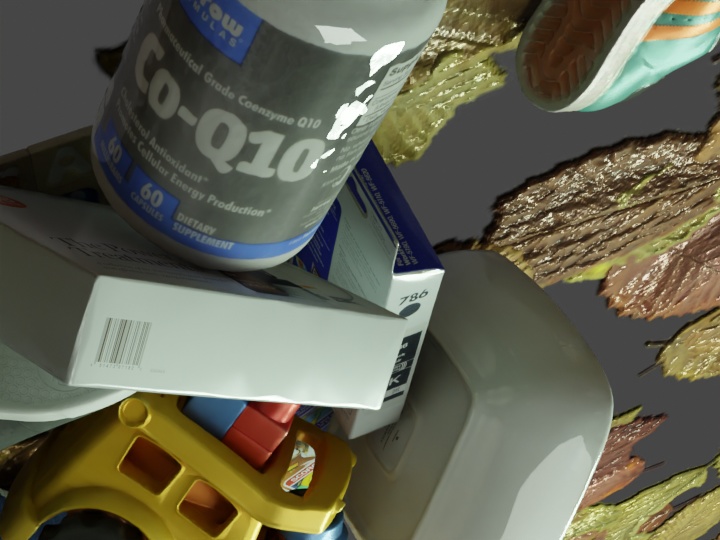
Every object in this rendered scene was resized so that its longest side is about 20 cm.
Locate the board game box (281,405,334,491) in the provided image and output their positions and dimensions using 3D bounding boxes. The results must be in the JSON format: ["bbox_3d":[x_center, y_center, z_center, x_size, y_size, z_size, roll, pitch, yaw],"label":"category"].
[{"bbox_3d":[-0.079,0.129,1.139,0.199,0.035,0.135,-35,152,11],"label":"board game box"}]

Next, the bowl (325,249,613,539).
[{"bbox_3d":[0.048,0.098,1.019,0.074,0.200,0.201,13,112,-30],"label":"bowl"}]

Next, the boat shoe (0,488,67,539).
[{"bbox_3d":[-0.222,0.170,1.002,0.072,0.073,0.200,-22,170,7],"label":"boat shoe"}]

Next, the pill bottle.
[{"bbox_3d":[-0.032,-0.103,0.710,0.113,0.114,0.201,-7,145,-34],"label":"pill bottle"}]

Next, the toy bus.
[{"bbox_3d":[-0.069,0.122,0.965,0.192,0.199,0.136,-48,-170,21],"label":"toy bus"}]

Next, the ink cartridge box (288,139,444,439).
[{"bbox_3d":[0.000,0.000,0.928,0.039,0.100,0.201,-19,152,-19],"label":"ink cartridge box"}]

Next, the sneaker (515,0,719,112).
[{"bbox_3d":[0.161,-0.155,0.856,0.079,0.072,0.200,-7,151,-43],"label":"sneaker"}]

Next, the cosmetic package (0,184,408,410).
[{"bbox_3d":[-0.097,0.010,0.788,0.199,0.150,0.052,10,99,-50],"label":"cosmetic package"}]

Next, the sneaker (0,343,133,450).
[{"bbox_3d":[-0.191,0.072,0.899,0.198,0.071,0.099,-16,153,-8],"label":"sneaker"}]

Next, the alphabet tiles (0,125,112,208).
[{"bbox_3d":[-0.174,0.002,0.875,0.165,0.006,0.201,-20,151,-15],"label":"alphabet tiles"}]
